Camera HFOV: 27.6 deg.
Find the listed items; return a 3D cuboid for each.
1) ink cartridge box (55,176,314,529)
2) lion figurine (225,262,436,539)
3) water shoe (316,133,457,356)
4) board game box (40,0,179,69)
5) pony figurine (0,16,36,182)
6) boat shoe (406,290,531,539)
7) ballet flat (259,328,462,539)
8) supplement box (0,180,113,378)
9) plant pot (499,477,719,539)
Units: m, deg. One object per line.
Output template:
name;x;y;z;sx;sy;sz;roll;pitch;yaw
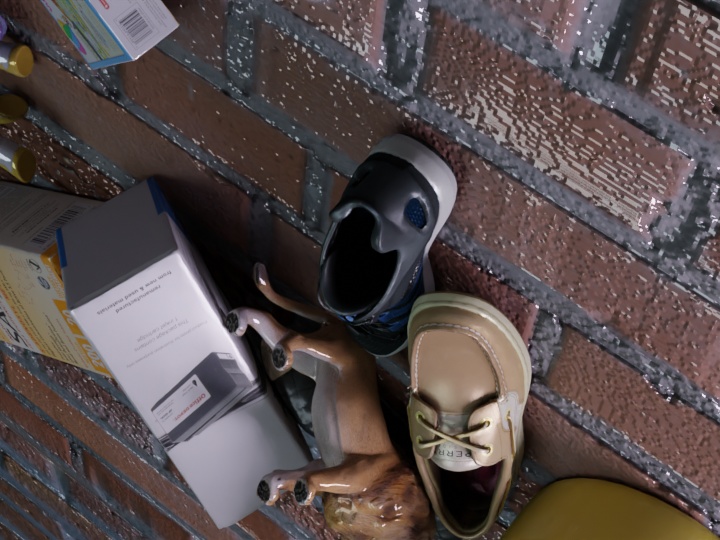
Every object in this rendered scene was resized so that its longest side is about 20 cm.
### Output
ink cartridge box;-0.121;0.056;1.012;0.200;0.084;0.145;61;178;-27
lion figurine;-0.012;0.094;0.937;0.072;0.122;0.200;-17;76;47
water shoe;0.000;0.000;0.853;0.071;0.079;0.200;35;149;17
board game box;-0.190;-0.207;0.833;0.200;0.034;0.134;54;167;-17
pony figurine;-0.335;-0.152;1.031;0.200;0.167;0.193;13;149;19
boat shoe;0.065;0.093;0.886;0.074;0.066;0.200;3;140;18
ballet flat;0.013;0.106;1.003;0.200;0.066;0.057;42;130;-6
supplement box;-0.254;0.003;1.176;0.200;0.074;0.126;12;136;44
plant pot;0.139;0.264;0.906;0.201;0.189;0.201;30;148;22
